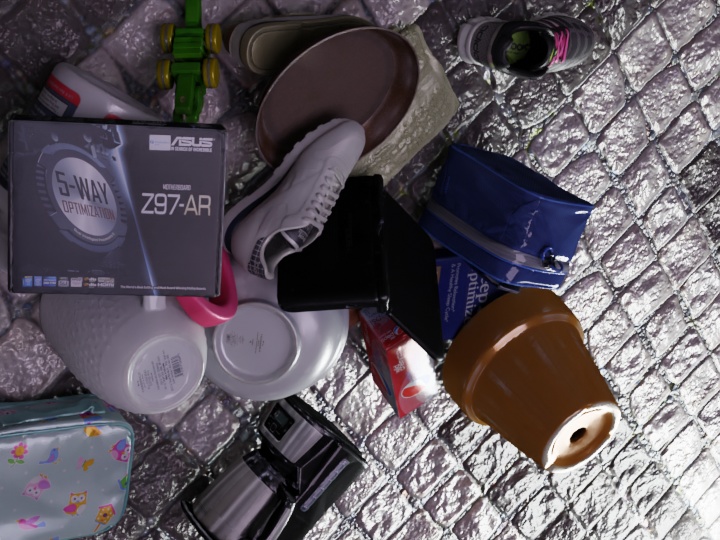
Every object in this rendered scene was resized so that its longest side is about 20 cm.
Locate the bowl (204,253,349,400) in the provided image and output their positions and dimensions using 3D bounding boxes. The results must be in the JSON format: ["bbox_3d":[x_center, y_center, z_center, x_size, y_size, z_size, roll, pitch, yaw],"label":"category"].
[{"bbox_3d":[-0.112,0.065,1.410,0.198,0.090,0.204,0,108,1],"label":"bowl"}]

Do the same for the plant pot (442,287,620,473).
[{"bbox_3d":[0.236,0.156,1.661,0.198,0.184,0.202,-20,136,-20],"label":"plant pot"}]

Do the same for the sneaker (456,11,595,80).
[{"bbox_3d":[0.215,-0.266,1.524,0.198,0.087,0.075,-5,116,-32],"label":"sneaker"}]

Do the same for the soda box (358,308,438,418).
[{"bbox_3d":[0.048,0.103,1.559,0.063,0.070,0.201,-30,150,-10],"label":"soda box"}]

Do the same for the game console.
[{"bbox_3d":[0.000,0.000,1.415,0.174,0.201,0.117,-4,133,2],"label":"game console"}]

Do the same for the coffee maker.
[{"bbox_3d":[-0.095,0.271,1.576,0.200,0.135,0.192,-47,153,-3],"label":"coffee maker"}]

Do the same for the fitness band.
[{"bbox_3d":[-0.176,-0.041,1.315,0.037,0.202,0.144,-19,164,10],"label":"fitness band"}]

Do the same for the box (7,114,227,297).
[{"bbox_3d":[-0.227,-0.059,1.187,0.197,0.044,0.162,2,103,-12],"label":"box"}]

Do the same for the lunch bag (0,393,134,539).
[{"bbox_3d":[-0.347,0.216,1.395,0.198,0.077,0.162,-4,114,-32],"label":"lunch bag"}]

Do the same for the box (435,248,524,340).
[{"bbox_3d":[0.151,0.025,1.665,0.198,0.032,0.123,-9,118,-31],"label":"box"}]

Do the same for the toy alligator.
[{"bbox_3d":[-0.173,-0.187,1.287,0.058,0.202,0.054,0,160,5],"label":"toy alligator"}]

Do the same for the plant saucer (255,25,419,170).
[{"bbox_3d":[-0.029,-0.185,1.359,0.199,0.032,0.201,-24,146,-17],"label":"plant saucer"}]

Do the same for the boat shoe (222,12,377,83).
[{"bbox_3d":[-0.055,-0.246,1.365,0.198,0.068,0.076,-2,113,-39],"label":"boat shoe"}]

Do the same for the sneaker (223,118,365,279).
[{"bbox_3d":[-0.057,-0.075,1.355,0.200,0.080,0.076,-48,140,-6],"label":"sneaker"}]

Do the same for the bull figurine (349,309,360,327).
[{"bbox_3d":[-0.045,0.034,1.516,0.199,0.065,0.122,-32,123,-20],"label":"bull figurine"}]

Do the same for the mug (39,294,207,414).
[{"bbox_3d":[-0.236,0.044,1.319,0.146,0.175,0.202,-9,118,-30],"label":"mug"}]

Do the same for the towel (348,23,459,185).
[{"bbox_3d":[0.022,-0.175,1.474,0.200,0.036,0.149,-45,129,-7],"label":"towel"}]

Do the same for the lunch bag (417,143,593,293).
[{"bbox_3d":[0.176,-0.053,1.533,0.135,0.200,0.134,7,112,-41],"label":"lunch bag"}]

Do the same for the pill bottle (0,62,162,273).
[{"bbox_3d":[-0.292,-0.090,1.252,0.119,0.119,0.201,26,97,-39],"label":"pill bottle"}]
